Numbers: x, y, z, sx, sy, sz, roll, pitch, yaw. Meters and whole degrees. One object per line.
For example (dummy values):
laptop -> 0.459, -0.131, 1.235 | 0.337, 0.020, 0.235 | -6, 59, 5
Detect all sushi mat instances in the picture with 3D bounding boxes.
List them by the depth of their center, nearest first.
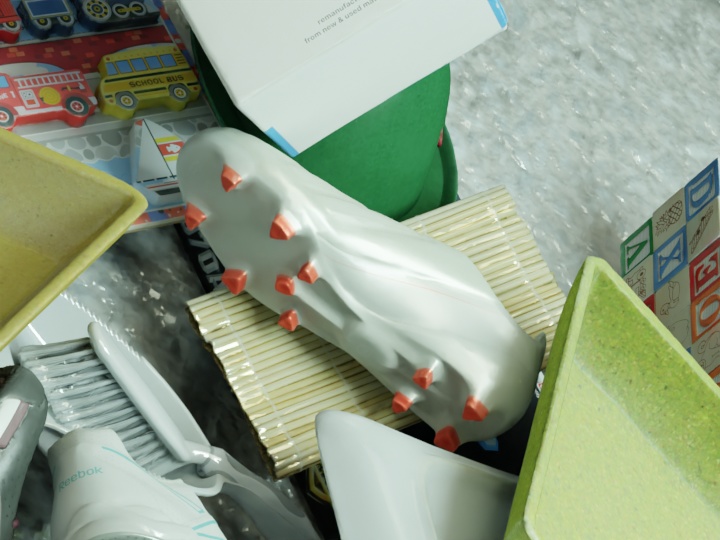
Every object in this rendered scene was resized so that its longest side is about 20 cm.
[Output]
sushi mat -> 0.017, 0.026, 1.330 | 0.199, 0.012, 0.096 | -21, 71, -33

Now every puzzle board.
puzzle board -> -0.156, -0.078, 1.308 | 0.199, 0.017, 0.151 | -12, 61, -35

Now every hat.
hat -> 0.029, -0.139, 1.357 | 0.165, 0.176, 0.201 | 0, 58, -47

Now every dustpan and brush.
dustpan and brush -> -0.087, 0.076, 1.236 | 0.200, 0.057, 0.140 | 53, 6, -33

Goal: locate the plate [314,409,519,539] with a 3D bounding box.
plate -> 0.072, 0.162, 1.222 | 0.200, 0.032, 0.200 | 22, 44, -47

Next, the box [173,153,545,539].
box -> 0.011, 0.033, 1.382 | 0.158, 0.046, 0.201 | -7, 63, -44

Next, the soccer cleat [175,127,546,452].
soccer cleat -> 0.000, 0.000, 1.292 | 0.200, 0.069, 0.078 | 41, 47, -6

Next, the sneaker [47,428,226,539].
sneaker -> -0.070, 0.132, 1.159 | 0.201, 0.070, 0.080 | 59, 9, -49

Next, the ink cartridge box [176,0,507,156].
ink cartridge box -> -0.039, -0.177, 1.283 | 0.201, 0.125, 0.129 | 60, 4, 12

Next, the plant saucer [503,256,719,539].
plant saucer -> 0.135, 0.124, 1.266 | 0.200, 0.048, 0.200 | 47, 33, -20

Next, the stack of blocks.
stack of blocks -> 0.175, 0.055, 1.458 | 0.058, 0.115, 0.201 | 27, 43, -23

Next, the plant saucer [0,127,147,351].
plant saucer -> -0.220, -0.005, 1.158 | 0.199, 0.049, 0.200 | 24, 37, 15

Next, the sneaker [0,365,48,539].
sneaker -> -0.158, 0.144, 1.100 | 0.115, 0.076, 0.201 | 41, 68, -22
